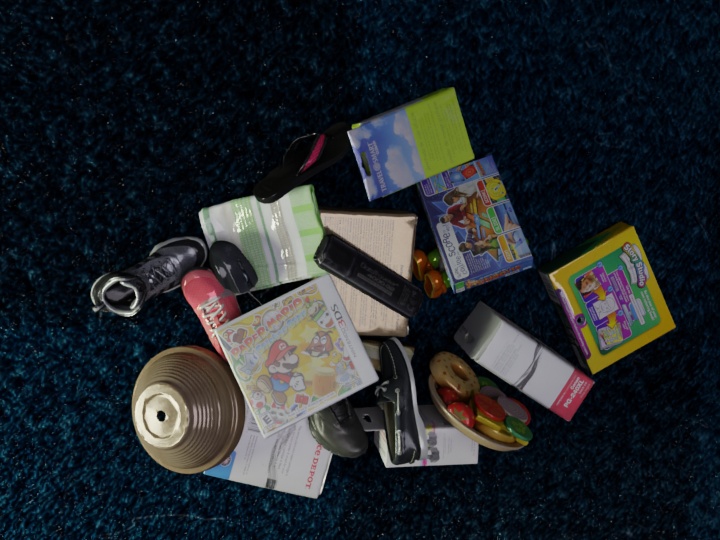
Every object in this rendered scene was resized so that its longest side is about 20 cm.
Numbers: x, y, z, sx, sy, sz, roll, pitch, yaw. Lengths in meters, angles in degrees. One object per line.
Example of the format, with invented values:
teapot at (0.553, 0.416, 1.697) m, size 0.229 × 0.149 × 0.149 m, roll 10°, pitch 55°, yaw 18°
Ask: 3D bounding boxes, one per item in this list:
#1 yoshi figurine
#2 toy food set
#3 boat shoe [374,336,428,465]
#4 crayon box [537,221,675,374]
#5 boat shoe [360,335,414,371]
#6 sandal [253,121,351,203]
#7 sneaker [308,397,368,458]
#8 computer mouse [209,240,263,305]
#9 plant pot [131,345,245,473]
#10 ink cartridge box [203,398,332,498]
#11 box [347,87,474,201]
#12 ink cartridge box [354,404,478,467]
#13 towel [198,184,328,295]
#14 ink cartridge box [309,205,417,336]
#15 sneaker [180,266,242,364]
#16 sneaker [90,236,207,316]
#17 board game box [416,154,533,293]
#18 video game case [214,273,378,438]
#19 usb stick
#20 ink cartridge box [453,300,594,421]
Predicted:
yoshi figurine at (0.185, -0.038, 1.679) m, size 0.198 × 0.112 × 0.114 m, roll -22°, pitch 94°, yaw -13°
toy food set at (0.199, 0.221, 1.684) m, size 0.196 × 0.201 × 0.049 m, roll 28°, pitch 109°, yaw -11°
boat shoe at (0.055, 0.206, 1.623) m, size 0.059 × 0.076 × 0.203 m, roll -9°, pitch 70°, yaw -19°
crayon box at (0.424, 0.047, 1.762) m, size 0.171 × 0.058 × 0.202 m, roll -28°, pitch 104°, yaw -5°
boat shoe at (-0.008, 0.143, 1.692) m, size 0.197 × 0.074 × 0.068 m, roll 9°, pitch 94°, yaw -12°
sandal at (-0.088, -0.177, 1.592) m, size 0.199 × 0.075 × 0.045 m, roll -40°, pitch 128°, yaw -23°
sneaker at (-0.053, 0.205, 1.616) m, size 0.076 × 0.091 × 0.201 m, roll -31°, pitch 77°, yaw -34°
computer mouse at (-0.164, 0.034, 1.594) m, size 0.201 × 0.034 × 0.059 m, roll 50°, pitch 48°, yaw -4°
plant pot at (-0.287, 0.221, 1.598) m, size 0.198 × 0.092 × 0.205 m, roll 1°, pitch 92°, yaw 23°
ink cartridge box at (-0.147, 0.275, 1.685) m, size 0.197 × 0.084 × 0.147 m, roll 15°, pitch 97°, yaw -13°
box at (0.076, -0.202, 1.639) m, size 0.198 × 0.048 × 0.124 m, roll -24°, pitch 104°, yaw -17°
ink cartridge box at (0.088, 0.275, 1.713) m, size 0.197 × 0.115 × 0.069 m, roll 0°, pitch 101°, yaw -9°
towel at (-0.149, -0.045, 1.611) m, size 0.197 × 0.031 × 0.151 m, roll -11°, pitch 104°, yaw 20°
ink cartridge box at (0.000, 0.000, 1.666) m, size 0.162 × 0.075 × 0.204 m, roll 3°, pitch 99°, yaw -11°
sneaker at (-0.213, 0.080, 1.610) m, size 0.073 × 0.087 × 0.201 m, roll -27°, pitch 121°, yaw 6°
sneaker at (-0.326, 0.015, 1.588) m, size 0.198 × 0.114 × 0.076 m, roll -27°, pitch 104°, yaw -5°
board game box at (0.180, -0.076, 1.636) m, size 0.133 × 0.035 × 0.202 m, roll -17°, pitch 63°, yaw 1°
video game case at (-0.097, 0.129, 1.569) m, size 0.198 × 0.023 × 0.184 m, roll -26°, pitch 87°, yaw -8°
usb stick at (0.014, 0.010, 1.599) m, size 0.199 × 0.032 × 0.056 m, roll 31°, pitch 75°, yaw -24°
ink cartridge box at (0.269, 0.148, 1.707) m, size 0.199 × 0.145 × 0.084 m, roll 34°, pitch 94°, yaw -14°
